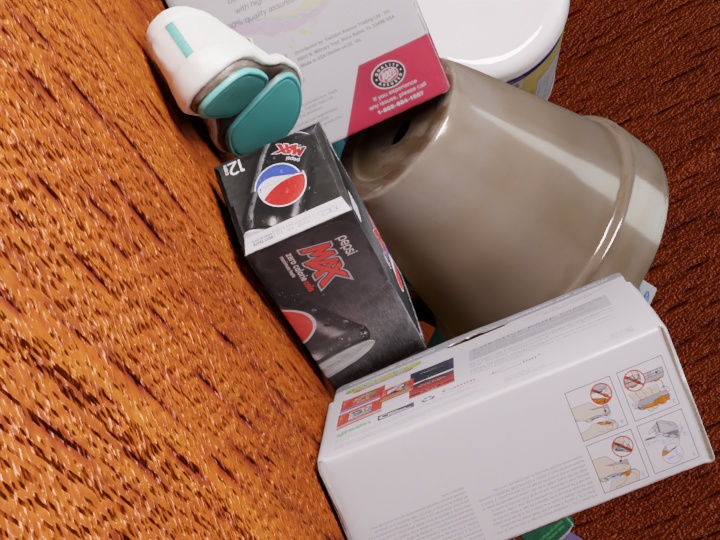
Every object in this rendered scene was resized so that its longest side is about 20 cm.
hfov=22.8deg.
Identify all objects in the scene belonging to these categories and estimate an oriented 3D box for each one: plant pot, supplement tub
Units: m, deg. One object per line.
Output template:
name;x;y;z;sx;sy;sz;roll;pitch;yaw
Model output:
plant pot;0.085;-0.054;1.242;0.173;0.200;0.200;36;20;-27
supplement tub;0.082;-0.178;1.364;0.200;0.145;0.146;86;-17;-74

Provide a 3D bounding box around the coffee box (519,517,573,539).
coffee box;0.097;0.145;1.501;0.200;0.044;0.123;48;5;1

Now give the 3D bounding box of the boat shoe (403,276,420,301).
boat shoe;0.000;0.000;1.304;0.200;0.072;0.065;9;59;-78

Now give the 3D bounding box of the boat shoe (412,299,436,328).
boat shoe;0.039;0.022;1.462;0.199;0.066;0.075;26;10;-30

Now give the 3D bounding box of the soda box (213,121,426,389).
soda box;-0.020;-0.003;1.059;0.200;0.070;0.064;60;7;-60

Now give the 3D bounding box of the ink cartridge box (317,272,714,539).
ink cartridge box;0.084;0.086;1.023;0.176;0.199;0.084;-79;147;-80

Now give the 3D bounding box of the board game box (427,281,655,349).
board game box;0.147;0.048;1.448;0.047;0.152;0.200;24;-2;41

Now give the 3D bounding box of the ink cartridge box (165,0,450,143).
ink cartridge box;-0.047;-0.184;1.147;0.086;0.147;0.201;-105;172;-62

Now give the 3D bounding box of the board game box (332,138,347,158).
board game box;-0.048;-0.163;1.370;0.151;0.047;0.201;-69;141;-52

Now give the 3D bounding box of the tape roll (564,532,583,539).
tape roll;0.188;0.327;1.505;0.200;0.085;0.200;51;15;-20

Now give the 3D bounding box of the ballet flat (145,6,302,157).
ballet flat;-0.078;-0.114;1.026;0.200;0.069;0.070;28;40;-82
